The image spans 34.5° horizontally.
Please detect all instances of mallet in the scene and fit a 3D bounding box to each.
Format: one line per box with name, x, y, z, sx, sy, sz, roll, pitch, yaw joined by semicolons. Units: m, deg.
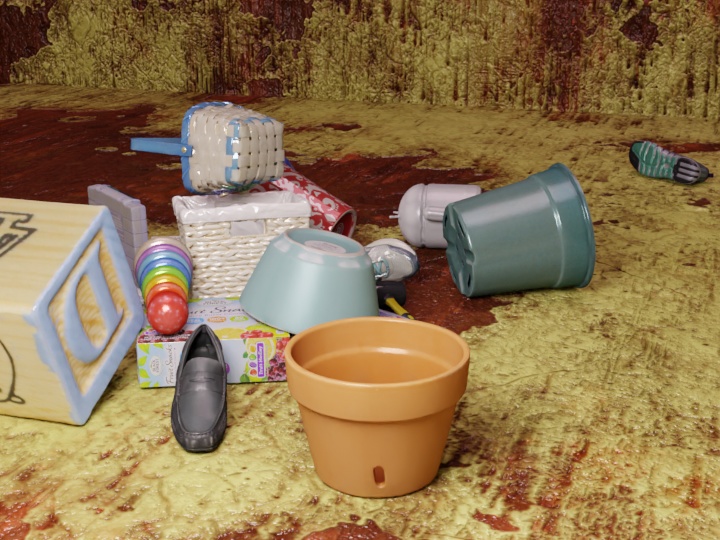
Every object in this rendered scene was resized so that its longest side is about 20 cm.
mallet;0.072;0.064;1.709;0.065;0.042;0.200;-7;23;-27

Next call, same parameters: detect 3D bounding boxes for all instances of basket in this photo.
basket;-0.180;-0.032;1.764;0.194;0.164;0.200;-4;11;-12
basket;-0.229;-0.186;1.773;0.197;0.142;0.175;14;15;31

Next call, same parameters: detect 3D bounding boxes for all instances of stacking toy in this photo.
stacking toy;-0.256;0.027;1.538;0.084;0.087;0.200;-4;23;-12

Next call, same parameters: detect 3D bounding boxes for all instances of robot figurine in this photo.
robot figurine;0.152;-0.097;2.081;0.196;0.115;0.170;2;-3;7

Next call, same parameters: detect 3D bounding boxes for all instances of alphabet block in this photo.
alphabet block;-0.406;0.044;1.410;0.196;0.198;0.198;4;40;18

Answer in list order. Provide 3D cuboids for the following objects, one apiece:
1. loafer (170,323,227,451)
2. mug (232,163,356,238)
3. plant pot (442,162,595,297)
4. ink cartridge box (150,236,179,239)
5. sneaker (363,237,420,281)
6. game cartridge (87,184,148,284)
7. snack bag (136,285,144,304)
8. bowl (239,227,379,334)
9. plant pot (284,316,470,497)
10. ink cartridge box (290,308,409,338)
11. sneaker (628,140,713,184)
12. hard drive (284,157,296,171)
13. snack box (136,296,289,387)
loafer;-0.191;0.137;1.374;0.067;0.072;0.202;0;29;-6
mug;-0.107;-0.103;2.029;0.198;0.135;0.177;30;6;20
plant pot;0.241;-0.052;1.830;0.192;0.204;0.200;-11;19;-11
ink cartridge box;-0.266;-0.039;2.020;0.196;0.046;0.177;-1;18;-3
sneaker;0.000;0.000;1.872;0.197;0.079;0.086;0;27;26
game cartridge;-0.390;-0.063;1.879;0.038;0.132;0.199;-7;17;-32
snack bag;-0.405;0.027;1.847;0.198;0.022;0.187;-16;23;-40
bowl;-0.059;0.009;1.567;0.197;0.107;0.201;11;15;-3
plant pot;0.019;0.149;1.246;0.196;0.143;0.200;-1;17;0
ink cartridge box;-0.027;0.078;1.650;0.198;0.043;0.118;14;22;43
sneaker;0.701;-0.237;2.631;0.086;0.076;0.199;4;21;-40
hard drive;-0.117;-0.140;2.214;0.025;0.133;0.200;-34;16;7
snack box;-0.196;0.092;1.556;0.196;0.069;0.169;-1;17;-6
